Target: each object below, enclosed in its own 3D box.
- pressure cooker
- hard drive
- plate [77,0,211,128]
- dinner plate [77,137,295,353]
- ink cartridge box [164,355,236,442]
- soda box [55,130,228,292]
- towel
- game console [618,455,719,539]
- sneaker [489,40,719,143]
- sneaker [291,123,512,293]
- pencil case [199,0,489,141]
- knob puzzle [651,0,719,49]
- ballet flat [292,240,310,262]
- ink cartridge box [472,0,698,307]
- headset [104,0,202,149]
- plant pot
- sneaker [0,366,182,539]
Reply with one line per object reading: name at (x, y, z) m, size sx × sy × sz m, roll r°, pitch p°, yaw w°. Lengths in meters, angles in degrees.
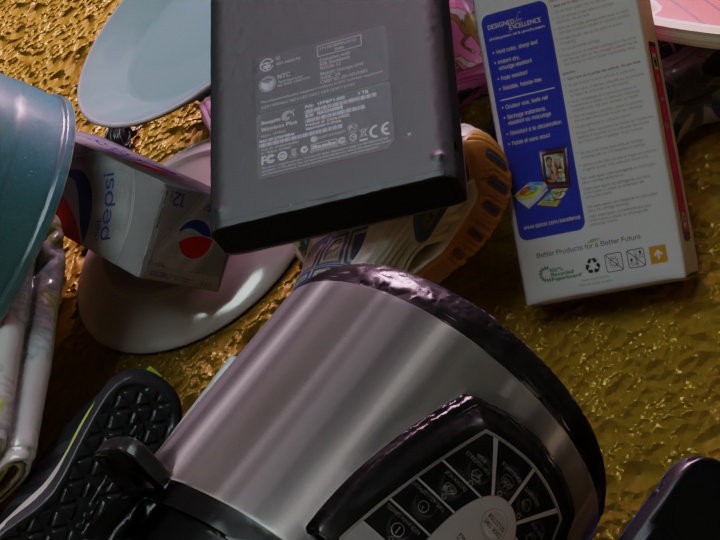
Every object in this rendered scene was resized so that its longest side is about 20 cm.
pressure cooker at (-0.011, 0.123, 0.636) m, size 0.175 × 0.180 × 0.200 m, roll 27°, pitch 60°, yaw 25°
hard drive at (-0.017, -0.116, 0.848) m, size 0.138 × 0.033 × 0.202 m, roll -12°, pitch 59°, yaw 16°
plate at (-0.100, -0.162, 0.984) m, size 0.199 × 0.026 × 0.202 m, roll -26°, pitch 39°, yaw 23°
dinner plate at (-0.120, -0.030, 1.068) m, size 0.198 × 0.024 × 0.202 m, roll -20°, pitch 42°, yaw 19°
ink cartridge box at (-0.040, 0.157, 0.830) m, size 0.199 × 0.057 × 0.163 m, roll 27°, pitch 68°, yaw 25°
soda box at (-0.166, -0.047, 1.032) m, size 0.199 × 0.068 × 0.064 m, roll 25°, pitch 100°, yaw 46°
towel at (-0.252, 0.080, 0.994) m, size 0.171 × 0.048 × 0.202 m, roll -40°, pitch 36°, yaw 35°
game console at (0.155, 0.200, 0.584) m, size 0.201 × 0.171 × 0.118 m, roll -50°, pitch 15°, yaw -17°
sneaker at (0.173, -0.114, 0.910) m, size 0.197 × 0.078 × 0.086 m, roll -15°, pitch 37°, yaw 11°
sneaker at (0.000, 0.000, 0.857) m, size 0.200 × 0.075 × 0.088 m, roll -49°, pitch 39°, yaw -7°
pencil case at (0.004, -0.108, 0.920) m, size 0.198 × 0.083 × 0.087 m, roll -27°, pitch 80°, yaw -5°
knob puzzle at (0.249, -0.173, 0.864) m, size 0.217 × 0.031 × 0.220 m, roll -11°, pitch 29°, yaw 6°
ballet flat at (0.005, -0.074, 0.996) m, size 0.064 × 0.075 × 0.201 m, roll -32°, pitch 27°, yaw 60°
ink cartridge box at (0.121, -0.087, 0.844) m, size 0.094 × 0.203 × 0.037 m, roll -11°, pitch 1°, yaw 28°
headset at (-0.125, -0.150, 1.125) m, size 0.199 × 0.123 × 0.095 m, roll -14°, pitch 63°, yaw 45°
plant pot at (-0.310, -0.061, 0.964) m, size 0.200 × 0.187 × 0.202 m, roll -38°, pitch 37°, yaw 37°
sneaker at (-0.174, 0.146, 0.923) m, size 0.201 × 0.072 × 0.083 m, roll -53°, pitch 13°, yaw -17°
